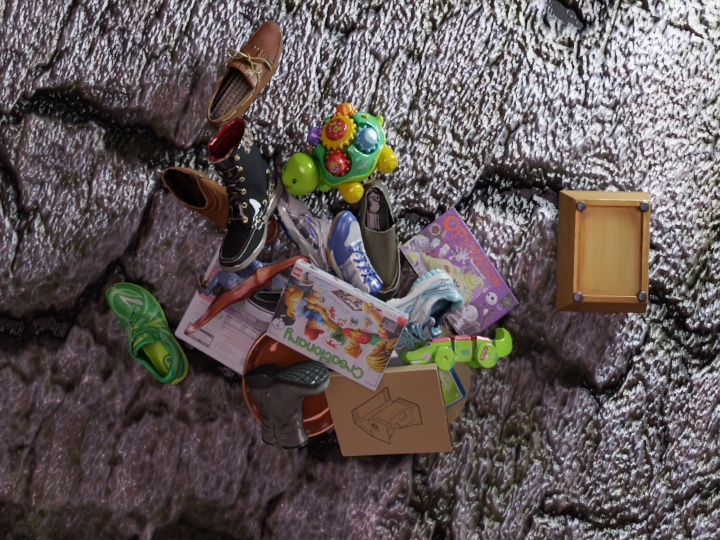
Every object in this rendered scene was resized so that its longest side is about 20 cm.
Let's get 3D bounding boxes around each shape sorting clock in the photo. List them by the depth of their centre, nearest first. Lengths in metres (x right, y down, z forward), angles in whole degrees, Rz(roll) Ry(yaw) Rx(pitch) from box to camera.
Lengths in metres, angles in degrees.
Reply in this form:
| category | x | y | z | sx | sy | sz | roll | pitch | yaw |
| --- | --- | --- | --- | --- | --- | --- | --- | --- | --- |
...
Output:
| category | x | y | z | sx | sy | sz | roll | pitch | yaw |
| --- | --- | --- | --- | --- | --- | --- | --- | --- | --- |
| shape sorting clock | 0.093 | 0.184 | 1.300 | 0.194 | 0.039 | 0.207 | 0 | 90 | -3 |

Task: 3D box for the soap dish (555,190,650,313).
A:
| category | x | y | z | sx | sy | sz | roll | pitch | yaw |
| --- | --- | --- | --- | --- | --- | --- | --- | --- | --- |
| soap dish | 0.410 | -0.031 | 1.272 | 0.152 | 0.081 | 0.207 | 1 | 91 | 1 |

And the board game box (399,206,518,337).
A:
| category | x | y | z | sx | sy | sz | roll | pitch | yaw |
| --- | --- | --- | --- | --- | --- | --- | --- | --- | --- |
| board game box | 0.168 | 0.009 | 1.306 | 0.119 | 0.032 | 0.202 | -36 | 89 | -3 |

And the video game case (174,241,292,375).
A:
| category | x | y | z | sx | sy | sz | roll | pitch | yaw |
| --- | --- | --- | --- | --- | --- | --- | --- | --- | --- |
| video game case | -0.196 | 0.078 | 1.317 | 0.197 | 0.023 | 0.185 | 29 | 91 | 2 |

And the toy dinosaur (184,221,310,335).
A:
| category | x | y | z | sx | sy | sz | roll | pitch | yaw |
| --- | --- | --- | --- | --- | --- | --- | --- | --- | --- |
| toy dinosaur | -0.171 | 0.023 | 1.237 | 0.177 | 0.105 | 0.205 | -3 | 64 | 27 |

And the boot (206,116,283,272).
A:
| category | x | y | z | sx | sy | sz | roll | pitch | yaw |
| --- | --- | --- | --- | --- | --- | --- | --- | --- | --- |
| boot | -0.188 | -0.117 | 1.156 | 0.071 | 0.152 | 0.203 | 4 | 52 | 24 |

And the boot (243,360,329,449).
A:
| category | x | y | z | sx | sy | sz | roll | pitch | yaw |
| --- | --- | --- | --- | --- | --- | --- | --- | --- | --- |
| boot | -0.102 | 0.217 | 1.203 | 0.067 | 0.197 | 0.134 | -25 | 102 | -41 |

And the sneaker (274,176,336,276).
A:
| category | x | y | z | sx | sy | sz | roll | pitch | yaw |
| --- | --- | --- | --- | --- | --- | --- | --- | --- | --- |
| sneaker | -0.087 | -0.076 | 1.297 | 0.084 | 0.077 | 0.203 | -30 | 97 | -9 |

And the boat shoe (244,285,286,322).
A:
| category | x | y | z | sx | sy | sz | roll | pitch | yaw |
| --- | --- | --- | --- | --- | --- | --- | --- | --- | --- |
| boat shoe | -0.099 | 0.052 | 1.246 | 0.194 | 0.074 | 0.070 | 13 | 115 | 19 |

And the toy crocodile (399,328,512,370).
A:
| category | x | y | z | sx | sy | sz | roll | pitch | yaw |
| --- | --- | --- | --- | --- | --- | --- | --- | --- | --- |
| toy crocodile | 0.160 | 0.132 | 1.254 | 0.194 | 0.067 | 0.064 | -2 | 84 | -13 |

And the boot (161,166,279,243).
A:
| category | x | y | z | sx | sy | sz | roll | pitch | yaw |
| --- | --- | --- | --- | --- | --- | --- | --- | --- | --- |
| boot | -0.230 | -0.110 | 1.250 | 0.198 | 0.155 | 0.078 | 36 | 90 | 1 |

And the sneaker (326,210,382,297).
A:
| category | x | y | z | sx | sy | sz | roll | pitch | yaw |
| --- | --- | --- | --- | --- | --- | --- | --- | --- | --- |
| sneaker | 0.000 | 0.000 | 1.250 | 0.086 | 0.075 | 0.205 | 15 | 124 | 35 |

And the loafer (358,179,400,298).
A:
| category | x | y | z | sx | sy | sz | roll | pitch | yaw |
| --- | --- | --- | --- | --- | --- | --- | --- | --- | --- |
| loafer | 0.027 | -0.054 | 1.287 | 0.073 | 0.070 | 0.206 | -9 | 90 | 1 |

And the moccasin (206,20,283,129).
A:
| category | x | y | z | sx | sy | sz | roll | pitch | yaw |
| --- | --- | --- | --- | --- | --- | --- | --- | --- | --- |
| moccasin | -0.199 | -0.334 | 1.289 | 0.073 | 0.078 | 0.203 | 39 | 91 | 1 |

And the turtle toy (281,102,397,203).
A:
| category | x | y | z | sx | sy | sz | roll | pitch | yaw |
| --- | --- | --- | --- | --- | --- | --- | --- | --- | --- |
| turtle toy | -0.042 | -0.191 | 1.248 | 0.199 | 0.101 | 0.147 | -40 | 58 | 1 |

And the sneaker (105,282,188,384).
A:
| category | x | y | z | sx | sy | sz | roll | pitch | yaw |
| --- | --- | --- | --- | --- | --- | --- | --- | --- | --- |
| sneaker | -0.362 | 0.104 | 1.289 | 0.073 | 0.084 | 0.202 | -37 | 88 | 1 |

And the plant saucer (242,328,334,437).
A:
| category | x | y | z | sx | sy | sz | roll | pitch | yaw |
| --- | --- | --- | --- | --- | --- | --- | --- | --- | --- |
| plant saucer | -0.103 | 0.182 | 1.293 | 0.194 | 0.032 | 0.207 | -1 | 99 | -8 |

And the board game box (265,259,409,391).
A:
| category | x | y | z | sx | sy | sz | roll | pitch | yaw |
| --- | --- | --- | --- | --- | --- | --- | --- | --- | --- |
| board game box | -0.037 | 0.085 | 1.190 | 0.196 | 0.035 | 0.129 | 26 | 101 | 4 |

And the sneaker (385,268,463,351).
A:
| category | x | y | z | sx | sy | sz | roll | pitch | yaw |
| --- | --- | --- | --- | --- | --- | --- | --- | --- | --- |
| sneaker | 0.082 | 0.084 | 1.232 | 0.199 | 0.078 | 0.086 | -42 | 47 | -4 |

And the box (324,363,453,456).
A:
| category | x | y | z | sx | sy | sz | roll | pitch | yaw |
| --- | --- | --- | --- | --- | --- | --- | --- | --- | --- |
| box | 0.046 | 0.233 | 1.253 | 0.194 | 0.021 | 0.167 | -6 | 115 | 16 |
